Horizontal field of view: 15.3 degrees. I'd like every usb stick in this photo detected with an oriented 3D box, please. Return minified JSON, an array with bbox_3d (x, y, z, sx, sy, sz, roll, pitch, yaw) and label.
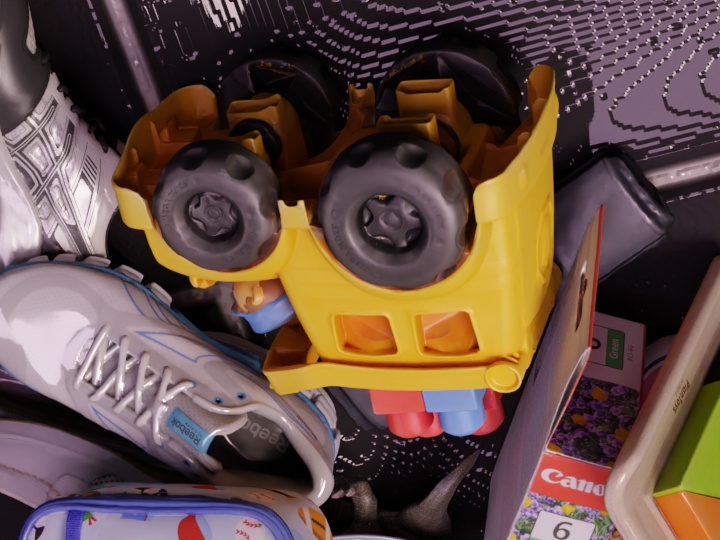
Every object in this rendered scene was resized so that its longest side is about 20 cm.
[{"bbox_3d":[0.066,0.012,1.337,0.200,0.033,0.056,-36,105,22],"label":"usb stick"}]

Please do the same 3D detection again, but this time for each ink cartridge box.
[{"bbox_3d":[0.105,0.079,1.299,0.050,0.109,0.201,15,131,-4],"label":"ink cartridge box"}]

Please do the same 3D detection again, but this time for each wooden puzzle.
[{"bbox_3d":[0.192,0.119,1.290,0.037,0.185,0.201,-13,117,33],"label":"wooden puzzle"}]

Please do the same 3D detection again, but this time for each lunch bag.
[{"bbox_3d":[-0.088,0.200,1.259,0.159,0.076,0.202,0,94,17],"label":"lunch bag"}]

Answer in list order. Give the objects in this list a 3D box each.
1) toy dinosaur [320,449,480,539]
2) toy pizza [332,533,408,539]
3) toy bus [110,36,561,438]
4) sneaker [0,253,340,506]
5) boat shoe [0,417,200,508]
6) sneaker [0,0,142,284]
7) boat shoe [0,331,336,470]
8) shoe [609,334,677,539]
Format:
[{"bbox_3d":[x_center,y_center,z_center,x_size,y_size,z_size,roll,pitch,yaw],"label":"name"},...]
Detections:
[{"bbox_3d":[-0.004,0.154,1.407,0.200,0.077,0.102,-45,122,13],"label":"toy dinosaur"},{"bbox_3d":[-0.004,0.230,1.368,0.199,0.032,0.202,-1,100,-7],"label":"toy pizza"},{"bbox_3d":[0.000,0.000,1.278,0.199,0.136,0.193,0,120,17],"label":"toy bus"},{"bbox_3d":[-0.092,0.057,1.287,0.199,0.087,0.075,25,100,-14],"label":"sneaker"},{"bbox_3d":[-0.123,0.129,1.332,0.199,0.070,0.071,17,163,26],"label":"boat shoe"},{"bbox_3d":[-0.153,-0.066,1.316,0.087,0.076,0.201,-11,116,-11],"label":"sneaker"},{"bbox_3d":[-0.113,0.067,1.369,0.201,0.065,0.075,18,118,-2],"label":"boat shoe"},{"bbox_3d":[0.151,0.138,1.356,0.071,0.091,0.201,10,117,2],"label":"shoe"}]
